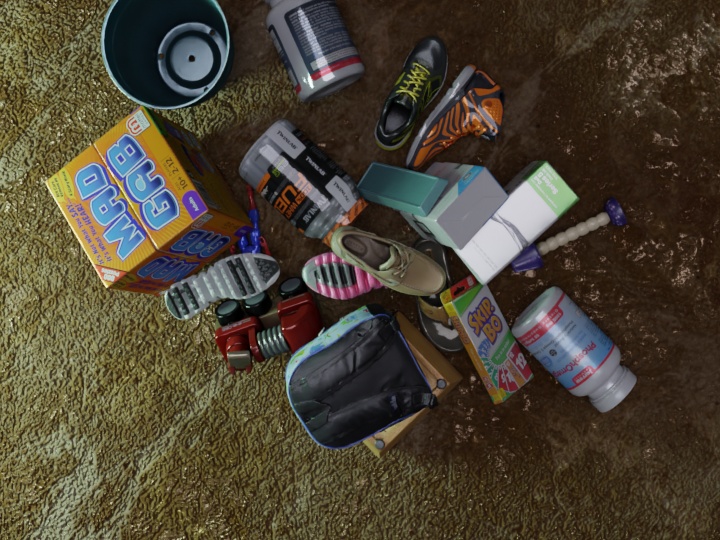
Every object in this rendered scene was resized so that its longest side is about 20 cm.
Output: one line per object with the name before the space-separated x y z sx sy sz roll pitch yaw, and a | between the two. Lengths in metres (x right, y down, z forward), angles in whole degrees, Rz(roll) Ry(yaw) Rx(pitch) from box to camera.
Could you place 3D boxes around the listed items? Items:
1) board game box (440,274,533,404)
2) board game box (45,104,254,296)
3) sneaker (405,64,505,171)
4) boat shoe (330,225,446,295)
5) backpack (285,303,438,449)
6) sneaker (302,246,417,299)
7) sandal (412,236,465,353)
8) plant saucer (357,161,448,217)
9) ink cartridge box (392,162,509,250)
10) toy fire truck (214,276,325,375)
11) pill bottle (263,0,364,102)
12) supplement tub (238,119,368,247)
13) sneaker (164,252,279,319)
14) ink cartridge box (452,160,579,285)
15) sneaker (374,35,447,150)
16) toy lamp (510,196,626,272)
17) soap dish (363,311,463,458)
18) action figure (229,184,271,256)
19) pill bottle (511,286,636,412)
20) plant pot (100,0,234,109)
board game box | 0.208 0.109 1.647 0.030 0.095 0.201 -30 89 49
board game box | -0.328 -0.102 1.586 0.199 0.200 0.201 -36 77 9
sneaker | 0.164 -0.227 1.632 0.112 0.078 0.201 36 95 2
boat shoe | 0.047 -0.011 1.570 0.198 0.064 0.072 21 89 -12
backpack | -0.014 0.168 1.544 0.199 0.147 0.184 -30 103 -6
sneaker | 0.000 0.000 1.644 0.198 0.095 0.080 -3 97 -10
sandal | 0.130 0.041 1.661 0.081 0.055 0.202 -9 93 4
plant saucer | 0.059 -0.135 1.593 0.019 0.199 0.070 38 81 -33
ink cartridge box | 0.139 -0.107 1.587 0.116 0.200 0.067 -47 109 -6
toy fire truck | -0.149 0.108 1.593 0.174 0.201 0.129 -19 123 5
pill bottle | -0.084 -0.387 1.617 0.119 0.120 0.202 -24 92 5
supplement tub | -0.091 -0.139 1.631 0.200 0.123 0.123 41 95 1
sneaker | -0.223 0.017 1.647 0.198 0.081 0.076 -18 97 13
ink cartridge box | 0.239 -0.079 1.600 0.200 0.146 0.084 -42 94 5
sneaker | 0.087 -0.288 1.629 0.074 0.085 0.202 25 95 1
toy lamp | 0.335 -0.055 1.642 0.199 0.058 0.059 -28 91 4
soap dish | 0.047 0.194 1.663 0.200 0.081 0.157 -44 90 6
action figure | -0.186 -0.041 1.683 0.065 0.052 0.202 -12 95 2
pill bottle | 0.349 0.131 1.625 0.200 0.109 0.109 45 95 0
plant pot | -0.290 -0.351 1.599 0.198 0.188 0.202 0 94 3
